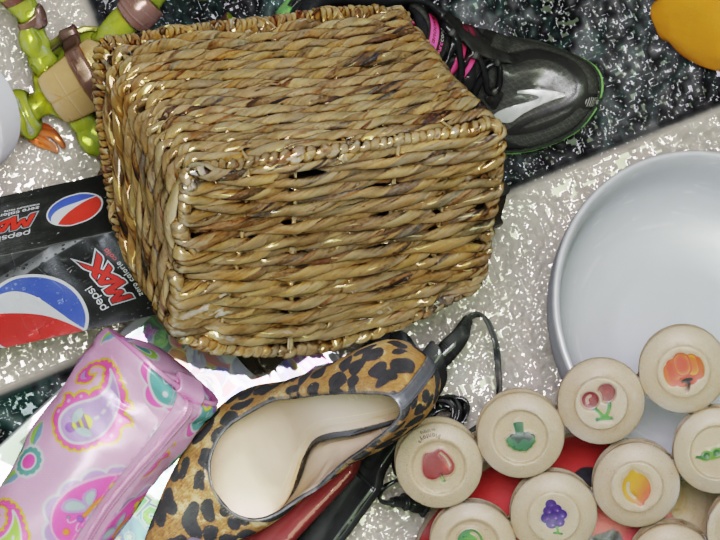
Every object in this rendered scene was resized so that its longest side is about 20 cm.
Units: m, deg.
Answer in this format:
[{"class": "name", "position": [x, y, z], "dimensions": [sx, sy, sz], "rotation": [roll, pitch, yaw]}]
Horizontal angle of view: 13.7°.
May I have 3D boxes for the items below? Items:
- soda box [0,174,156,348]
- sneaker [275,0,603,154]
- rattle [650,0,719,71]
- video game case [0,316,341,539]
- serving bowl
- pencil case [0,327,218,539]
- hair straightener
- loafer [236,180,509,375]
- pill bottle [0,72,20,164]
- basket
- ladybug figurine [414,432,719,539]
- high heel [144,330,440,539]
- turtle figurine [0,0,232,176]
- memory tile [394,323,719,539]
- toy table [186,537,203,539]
[{"class": "soda box", "position": [-0.190, -0.002, 1.711], "dimensions": [0.199, 0.071, 0.064], "rotation": [-12, 123, 5]}, {"class": "sneaker", "position": [0.045, -0.117, 1.755], "dimensions": [0.199, 0.084, 0.077], "rotation": [11, 86, -4]}, {"class": "rattle", "position": [0.300, -0.169, 1.808], "dimensions": [0.200, 0.143, 0.130], "rotation": [-46, 124, -21]}, {"class": "video game case", "position": [-0.104, 0.098, 1.764], "dimensions": [0.200, 0.018, 0.143], "rotation": [-43, 91, -6]}, {"class": "serving bowl", "position": [0.197, 0.034, 1.757], "dimensions": [0.199, 0.066, 0.201], "rotation": [5, 70, -15]}, {"class": "pencil case", "position": [-0.165, 0.131, 1.700], "dimensions": [0.087, 0.087, 0.200], "rotation": [35, 90, -2]}, {"class": "hair straightener", "position": [0.017, 0.109, 1.764], "dimensions": [0.200, 0.041, 0.077], "rotation": [-52, 129, -5]}, {"class": "loafer", "position": [0.000, 0.000, 1.753], "dimensions": [0.199, 0.073, 0.072], "rotation": [-24, 109, -13]}, {"class": "pill bottle", "position": [-0.272, -0.047, 1.644], "dimensions": [0.111, 0.200, 0.112], "rotation": [14, 125, 21]}, {"class": "basket", "position": [-0.039, -0.048, 1.654], "dimensions": [0.199, 0.149, 0.143], "rotation": [-10, 127, -23]}, {"class": "ladybug figurine", "position": [0.123, 0.165, 1.752], "dimensions": [0.199, 0.072, 0.136], "rotation": [-18, 89, -5]}, {"class": "high heel", "position": [-0.044, 0.103, 1.665], "dimensions": [0.200, 0.143, 0.071], "rotation": [-38, 97, 1]}, {"class": "turtle figurine", "position": [-0.147, -0.109, 1.748], "dimensions": [0.161, 0.064, 0.200], "rotation": [-27, 102, 9]}, {"class": "memory tile", "position": [0.132, 0.128, 1.688], "dimensions": [0.199, 0.017, 0.154], "rotation": [-22, 98, 7]}, {"class": "toy table", "position": [-0.084, 0.242, 1.679], "dimensions": [0.117, 0.184, 0.200], "rotation": [-40, 135, 2]}]
